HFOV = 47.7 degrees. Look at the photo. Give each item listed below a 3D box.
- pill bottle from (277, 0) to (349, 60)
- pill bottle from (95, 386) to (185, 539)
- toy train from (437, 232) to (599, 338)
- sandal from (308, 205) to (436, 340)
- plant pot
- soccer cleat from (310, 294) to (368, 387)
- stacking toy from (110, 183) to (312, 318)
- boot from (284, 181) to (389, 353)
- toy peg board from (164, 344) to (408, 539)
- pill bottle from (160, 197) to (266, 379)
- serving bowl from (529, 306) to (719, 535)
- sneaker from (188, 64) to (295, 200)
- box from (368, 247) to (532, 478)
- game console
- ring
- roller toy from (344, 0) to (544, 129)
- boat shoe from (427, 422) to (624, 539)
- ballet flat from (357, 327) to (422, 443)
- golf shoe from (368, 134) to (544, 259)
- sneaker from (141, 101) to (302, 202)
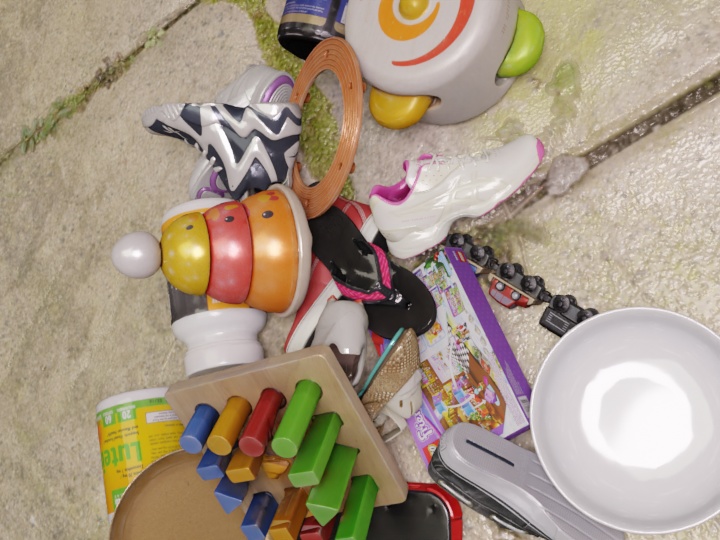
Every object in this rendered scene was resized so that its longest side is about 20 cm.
[{"bbox_3d":[-0.022,-0.354,0.975,0.111,0.112,0.202,15,87,29],"label":"pill bottle"},{"bbox_3d":[-0.252,0.251,0.985,0.110,0.111,0.202,-20,72,23],"label":"pill bottle"},{"bbox_3d":[0.160,0.018,0.856,0.199,0.034,0.046,34,107,29],"label":"toy train"},{"bbox_3d":[0.000,0.000,0.864,0.075,0.045,0.200,-46,61,2],"label":"sandal"},{"bbox_3d":[-0.185,0.300,0.923,0.027,0.198,0.203,165,111,-69],"label":"plant pot"},{"bbox_3d":[-0.032,0.110,0.863,0.068,0.201,0.078,5,48,-9],"label":"soccer cleat"},{"bbox_3d":[-0.161,-0.017,0.863,0.146,0.198,0.148,15,107,63],"label":"stacking toy"},{"bbox_3d":[-0.061,0.000,0.956,0.143,0.072,0.201,28,86,29],"label":"boot"},{"bbox_3d":[-0.086,0.200,0.818,0.197,0.098,0.201,-16,116,24],"label":"toy peg board"},{"bbox_3d":[-0.174,0.024,0.983,0.115,0.116,0.202,-18,73,24],"label":"pill bottle"},{"bbox_3d":[0.261,0.138,0.756,0.198,0.066,0.203,-5,76,19],"label":"serving bowl"},{"bbox_3d":[-0.162,-0.175,1.047,0.099,0.075,0.201,34,90,36],"label":"sneaker"},{"bbox_3d":[0.091,0.096,0.855,0.137,0.039,0.202,-38,65,34],"label":"box"},{"bbox_3d":[0.015,0.319,0.882,0.198,0.031,0.179,-4,83,28],"label":"game console"},{"bbox_3d":[-0.042,-0.157,0.910,0.200,0.019,0.203,-20,67,60],"label":"ring"},{"bbox_3d":[0.079,-0.264,0.888,0.199,0.139,0.184,-31,67,20],"label":"roller toy"},{"bbox_3d":[0.157,0.218,0.788,0.199,0.072,0.071,33,136,4],"label":"boat shoe"},{"bbox_3d":[0.029,0.133,0.845,0.065,0.070,0.201,40,141,10],"label":"ballet flat"},{"bbox_3d":[0.098,-0.094,0.864,0.199,0.075,0.092,-33,110,11],"label":"golf shoe"},{"bbox_3d":[-0.163,-0.131,0.954,0.197,0.080,0.131,2,101,9],"label":"sneaker"}]
